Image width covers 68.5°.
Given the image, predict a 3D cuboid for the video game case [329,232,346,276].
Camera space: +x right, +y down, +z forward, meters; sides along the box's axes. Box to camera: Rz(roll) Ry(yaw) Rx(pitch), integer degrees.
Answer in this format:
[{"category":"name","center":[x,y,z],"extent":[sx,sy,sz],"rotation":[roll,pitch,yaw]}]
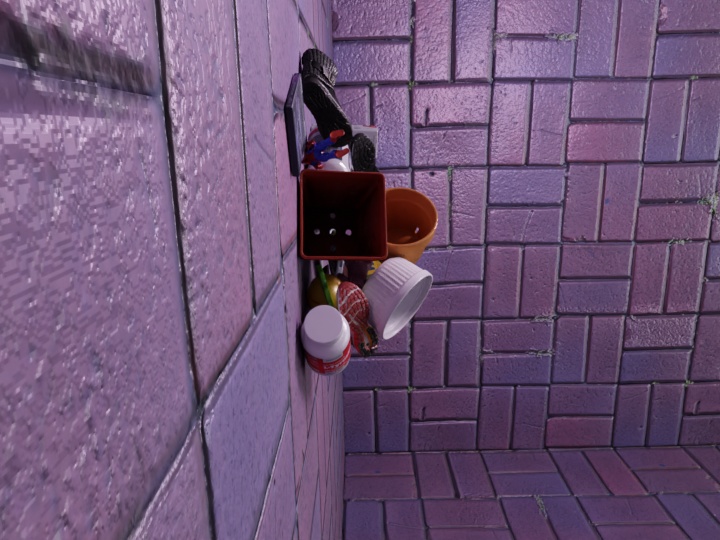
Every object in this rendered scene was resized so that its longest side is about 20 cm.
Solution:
[{"category":"video game case","center":[-0.088,-0.111,1.613],"extent":[0.183,0.023,0.202],"rotation":[100,-28,-48]}]

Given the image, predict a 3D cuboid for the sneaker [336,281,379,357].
[{"category":"sneaker","center":[-0.023,0.116,1.269],"extent":[0.082,0.077,0.203],"rotation":[25,-43,51]}]

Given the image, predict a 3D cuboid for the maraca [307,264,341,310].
[{"category":"maraca","center":[-0.082,0.065,1.317],"extent":[0.201,0.105,0.139],"rotation":[86,-18,-66]}]

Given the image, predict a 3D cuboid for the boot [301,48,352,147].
[{"category":"boot","center":[-0.081,-0.432,1.324],"extent":[0.212,0.078,0.160],"rotation":[57,24,-43]}]

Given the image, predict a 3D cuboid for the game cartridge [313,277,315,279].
[{"category":"game cartridge","center":[-0.119,0.128,1.516],"extent":[0.130,0.038,0.204],"rotation":[-69,159,-79]}]

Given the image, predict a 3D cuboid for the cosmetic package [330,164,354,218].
[{"category":"cosmetic package","center":[-0.063,-0.228,1.512],"extent":[0.113,0.081,0.202],"rotation":[-44,-143,26]}]

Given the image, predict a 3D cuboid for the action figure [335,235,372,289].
[{"category":"action figure","center":[0.000,0.000,1.411],"extent":[0.150,0.131,0.202],"rotation":[104,-12,-50]}]

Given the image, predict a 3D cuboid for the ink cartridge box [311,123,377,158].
[{"category":"ink cartridge box","center":[-0.048,-0.397,1.616],"extent":[0.146,0.196,0.084],"rotation":[-90,-178,-69]}]

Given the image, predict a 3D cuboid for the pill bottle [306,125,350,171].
[{"category":"pill bottle","center":[-0.084,-0.277,1.396],"extent":[0.120,0.117,0.203],"rotation":[89,0,-57]}]

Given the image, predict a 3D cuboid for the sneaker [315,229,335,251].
[{"category":"sneaker","center":[-0.102,-0.116,1.510],"extent":[0.076,0.076,0.202],"rotation":[86,0,-47]}]

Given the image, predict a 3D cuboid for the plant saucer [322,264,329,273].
[{"category":"plant saucer","center":[-0.120,0.082,1.773],"extent":[0.200,0.031,0.204],"rotation":[-2,90,-90]}]

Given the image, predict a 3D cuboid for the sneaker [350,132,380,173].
[{"category":"sneaker","center":[-0.002,-0.310,1.490],"extent":[0.088,0.075,0.201],"rotation":[45,-15,36]}]

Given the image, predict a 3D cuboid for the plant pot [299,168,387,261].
[{"category":"plant pot","center":[-0.054,-0.111,1.266],"extent":[0.176,0.196,0.204],"rotation":[139,-50,-75]}]

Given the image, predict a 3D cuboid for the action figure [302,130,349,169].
[{"category":"action figure","center":[-0.090,-0.261,1.176],"extent":[0.199,0.051,0.066],"rotation":[1,-65,65]}]

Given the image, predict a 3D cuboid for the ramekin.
[{"category":"ramekin","center":[0.081,0.063,1.329],"extent":[0.200,0.105,0.201],"rotation":[-44,157,-23]}]

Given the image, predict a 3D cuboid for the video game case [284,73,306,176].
[{"category":"video game case","center":[-0.134,-0.309,1.111],"extent":[0.201,0.019,0.145],"rotation":[-90,179,-52]}]

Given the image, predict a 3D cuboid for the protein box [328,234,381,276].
[{"category":"protein box","center":[0.008,-0.038,1.732],"extent":[0.199,0.197,0.137],"rotation":[139,-62,-73]}]

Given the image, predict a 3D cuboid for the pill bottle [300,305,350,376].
[{"category":"pill bottle","center":[-0.078,0.158,1.197],"extent":[0.201,0.110,0.114],"rotation":[90,-1,-63]}]

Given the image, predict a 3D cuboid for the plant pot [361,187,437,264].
[{"category":"plant pot","center":[0.102,-0.099,1.410],"extent":[0.141,0.196,0.203],"rotation":[86,2,-53]}]
